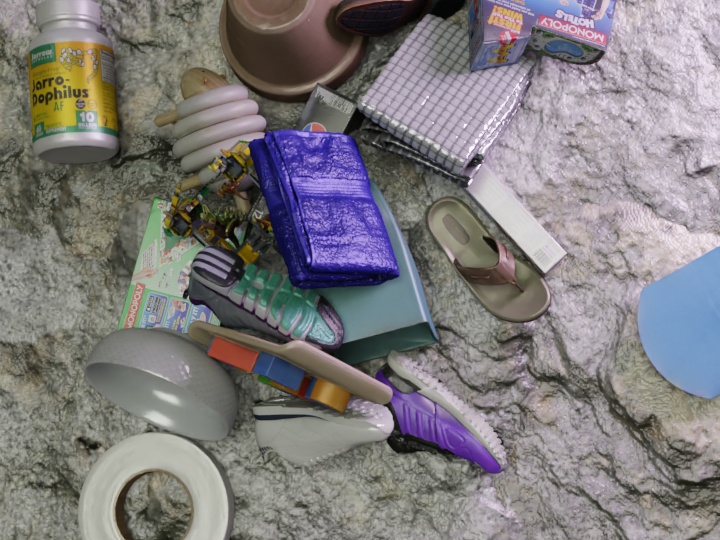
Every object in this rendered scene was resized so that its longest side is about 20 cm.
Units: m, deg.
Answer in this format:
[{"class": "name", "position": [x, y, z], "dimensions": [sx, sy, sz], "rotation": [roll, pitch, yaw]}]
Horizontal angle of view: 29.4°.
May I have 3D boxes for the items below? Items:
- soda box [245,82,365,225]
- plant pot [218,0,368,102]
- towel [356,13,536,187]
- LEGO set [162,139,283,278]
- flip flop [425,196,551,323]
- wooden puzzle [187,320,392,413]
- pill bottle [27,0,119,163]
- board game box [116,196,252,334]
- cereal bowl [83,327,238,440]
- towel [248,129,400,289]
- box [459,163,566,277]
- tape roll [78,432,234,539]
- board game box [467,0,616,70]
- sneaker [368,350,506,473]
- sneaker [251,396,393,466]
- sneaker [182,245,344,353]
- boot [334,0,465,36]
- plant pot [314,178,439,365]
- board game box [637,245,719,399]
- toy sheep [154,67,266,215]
[{"class": "soda box", "position": [-0.070, -0.134, 1.764], "dimensions": [0.063, 0.071, 0.201], "rotation": [28, 87, 11]}, {"class": "plant pot", "position": [-0.098, -0.330, 1.743], "dimensions": [0.199, 0.175, 0.201], "rotation": [-1, 82, 9]}, {"class": "towel", "position": [0.106, -0.209, 1.719], "dimensions": [0.165, 0.086, 0.200], "rotation": [29, 61, 9]}, {"class": "LEGO set", "position": [-0.169, -0.051, 1.674], "dimensions": [0.200, 0.116, 0.154], "rotation": [-31, 103, 39]}, {"class": "flip flop", "position": [0.157, -0.014, 1.725], "dimensions": [0.081, 0.058, 0.200], "rotation": [-40, 79, 1]}, {"class": "wooden puzzle", "position": [-0.089, 0.121, 1.638], "dimensions": [0.199, 0.185, 0.047], "rotation": [6, 71, 46]}, {"class": "pill bottle", "position": [-0.378, -0.249, 1.801], "dimensions": [0.112, 0.113, 0.201], "rotation": [-6, 82, 7]}, {"class": "board game box", "position": [-0.231, 0.017, 1.789], "dimensions": [0.134, 0.029, 0.201], "rotation": [14, 85, 10]}, {"class": "cereal bowl", "position": [-0.237, 0.129, 1.699], "dimensions": [0.199, 0.200, 0.084], "rotation": [18, 64, 10]}, {"class": "towel", "position": [-0.040, -0.076, 1.613], "dimensions": [0.147, 0.050, 0.201], "rotation": [-4, 63, -29]}, {"class": "box", "position": [0.181, -0.078, 1.739], "dimensions": [0.041, 0.039, 0.200], "rotation": [-43, 79, -1]}, {"class": "tape roll", "position": [-0.260, 0.308, 1.751], "dimensions": [0.202, 0.037, 0.204], "rotation": [-1, 83, 7]}, {"class": "board game box", "position": [0.213, -0.325, 1.717], "dimensions": [0.199, 0.062, 0.201], "rotation": [19, 60, -2]}, {"class": "sneaker", "position": [0.088, 0.198, 1.707], "dimensions": [0.200, 0.070, 0.100], "rotation": [41, 100, 11]}, {"class": "sneaker", "position": [-0.044, 0.202, 1.702], "dimensions": [0.199, 0.076, 0.081], "rotation": [0, 96, 34]}, {"class": "sneaker", "position": [-0.115, 0.048, 1.625], "dimensions": [0.199, 0.088, 0.075], "rotation": [31, 49, 1]}, {"class": "boot", "position": [0.033, -0.360, 1.750], "dimensions": [0.199, 0.075, 0.097], "rotation": [-15, 66, -36]}, {"class": "plant pot", "position": [0.000, 0.000, 1.709], "dimensions": [0.141, 0.141, 0.201], "rotation": [-15, 75, 5]}, {"class": "board game box", "position": [0.443, 0.059, 1.688], "dimensions": [0.199, 0.039, 0.159], "rotation": [-30, 85, 8]}, {"class": "toy sheep", "position": [-0.181, -0.165, 1.759], "dimensions": [0.137, 0.138, 0.201], "rotation": [-20, 95, 5]}]
